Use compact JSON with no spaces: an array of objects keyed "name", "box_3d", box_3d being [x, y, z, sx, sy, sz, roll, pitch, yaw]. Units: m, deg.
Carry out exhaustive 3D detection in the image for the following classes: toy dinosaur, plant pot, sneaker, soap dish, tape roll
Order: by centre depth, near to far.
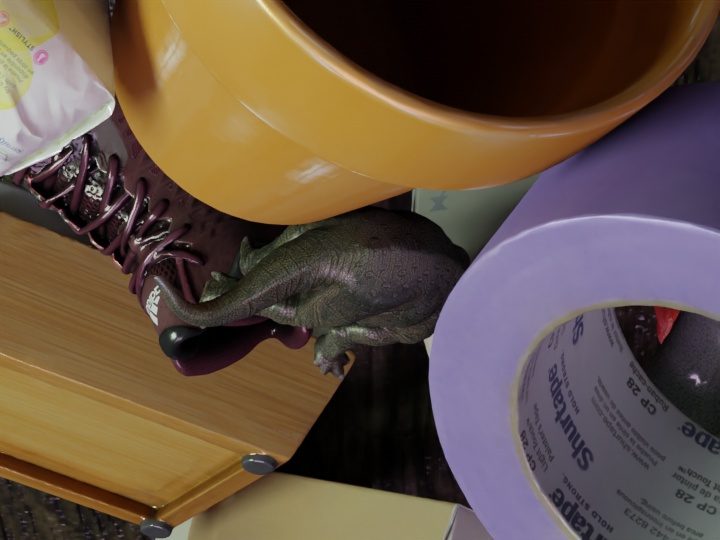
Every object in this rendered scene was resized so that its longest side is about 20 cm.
[{"name":"tape roll","box_3d":[0.129,0.042,0.764,0.199,0.085,0.201,19,134,21]},{"name":"plant pot","box_3d":[-0.002,-0.105,0.781,0.199,0.202,0.183,19,153,-18]},{"name":"toy dinosaur","box_3d":[0.000,0.000,0.887,0.102,0.078,0.199,-17,153,35]},{"name":"sneaker","box_3d":[-0.095,-0.024,0.928,0.199,0.116,0.076,21,137,-21]},{"name":"soap dish","box_3d":[-0.126,0.047,1.024,0.199,0.082,0.157,22,149,-25]}]

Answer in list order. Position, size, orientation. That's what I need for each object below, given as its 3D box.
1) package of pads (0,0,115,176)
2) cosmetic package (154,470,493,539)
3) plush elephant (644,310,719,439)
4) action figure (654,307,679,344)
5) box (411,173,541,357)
[{"name":"package of pads","box_3d":[-0.162,-0.143,0.754,0.068,0.155,0.200,-29,133,18]},{"name":"cosmetic package","box_3d":[-0.002,0.149,1.093,0.199,0.072,0.105,5,160,46]},{"name":"plush elephant","box_3d":[0.224,-0.001,0.834,0.164,0.155,0.201,-24,138,-41]},{"name":"action figure","box_3d":[0.196,0.054,0.992,0.200,0.052,0.065,38,166,11]},{"name":"box","box_3d":[0.079,0.044,1.035,0.081,0.069,0.201,-6,140,13]}]
